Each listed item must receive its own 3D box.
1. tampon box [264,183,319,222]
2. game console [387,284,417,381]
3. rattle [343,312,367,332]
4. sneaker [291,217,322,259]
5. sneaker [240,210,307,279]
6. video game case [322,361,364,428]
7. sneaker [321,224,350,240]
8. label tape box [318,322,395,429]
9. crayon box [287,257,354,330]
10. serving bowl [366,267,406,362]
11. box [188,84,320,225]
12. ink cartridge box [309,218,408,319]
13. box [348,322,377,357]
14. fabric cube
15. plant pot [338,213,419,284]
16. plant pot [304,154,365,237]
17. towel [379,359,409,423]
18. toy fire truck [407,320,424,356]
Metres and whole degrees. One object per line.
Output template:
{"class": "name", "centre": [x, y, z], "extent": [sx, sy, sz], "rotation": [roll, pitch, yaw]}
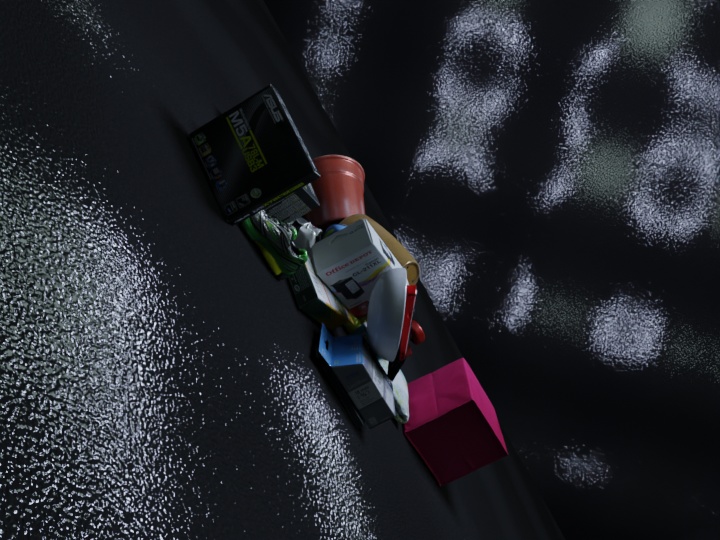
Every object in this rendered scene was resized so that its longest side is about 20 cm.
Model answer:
{"class": "tampon box", "centre": [-0.200, -0.205, 1.621], "extent": [0.200, 0.126, 0.150], "rotation": [46, 19, -59]}
{"class": "game console", "centre": [0.090, 0.136, 1.657], "extent": [0.200, 0.031, 0.177], "rotation": [103, -6, -69]}
{"class": "rattle", "centre": [0.012, 0.069, 1.911], "extent": [0.130, 0.143, 0.200], "rotation": [47, 15, 5]}
{"class": "sneaker", "centre": [-0.135, -0.089, 1.747], "extent": [0.200, 0.088, 0.074], "rotation": [60, 11, 4]}
{"class": "sneaker", "centre": [-0.176, -0.083, 1.526], "extent": [0.200, 0.085, 0.078], "rotation": [57, 11, -20]}
{"class": "video game case", "centre": [-0.024, 0.231, 1.606], "extent": [0.143, 0.019, 0.200], "rotation": [60, 9, -6]}
{"class": "sneaker", "centre": [-0.062, -0.047, 1.801], "extent": [0.200, 0.083, 0.071], "rotation": [-48, -121, 53]}
{"class": "label tape box", "centre": [-0.005, 0.199, 1.559], "extent": [0.200, 0.063, 0.144], "rotation": [59, 9, -17]}
{"class": "crayon box", "centre": [-0.091, 0.051, 1.674], "extent": [0.200, 0.052, 0.126], "rotation": [43, 21, -59]}
{"class": "serving bowl", "centre": [0.050, 0.090, 1.617], "extent": [0.200, 0.066, 0.200], "rotation": [-173, -90, -87]}
{"class": "box", "centre": [-0.202, -0.217, 1.448], "extent": [0.200, 0.193, 0.048], "rotation": [64, 12, 13]}
{"class": "ink cartridge box", "centre": [0.000, 0.000, 1.702], "extent": [0.200, 0.146, 0.083], "rotation": [50, 17, -45]}
{"class": "box", "centre": [0.045, 0.162, 1.811], "extent": [0.082, 0.049, 0.200], "rotation": [54, 16, 12]}
{"class": "fabric cube", "centre": [0.232, 0.384, 1.952], "extent": [0.196, 0.200, 0.199], "rotation": [58, 12, -21]}
{"class": "plant pot", "centre": [0.042, -0.017, 1.884], "extent": [0.200, 0.186, 0.186], "rotation": [30, -11, 36]}
{"class": "plant pot", "centre": [-0.071, -0.164, 2.021], "extent": [0.201, 0.200, 0.196], "rotation": [48, 25, -51]}
{"class": "towel", "centre": [0.058, 0.257, 1.875], "extent": [0.200, 0.048, 0.171], "rotation": [59, 13, -14]}
{"class": "toy fire truck", "centre": [0.065, 0.140, 2.023], "extent": [0.168, 0.112, 0.200], "rotation": [13, -48, 62]}
